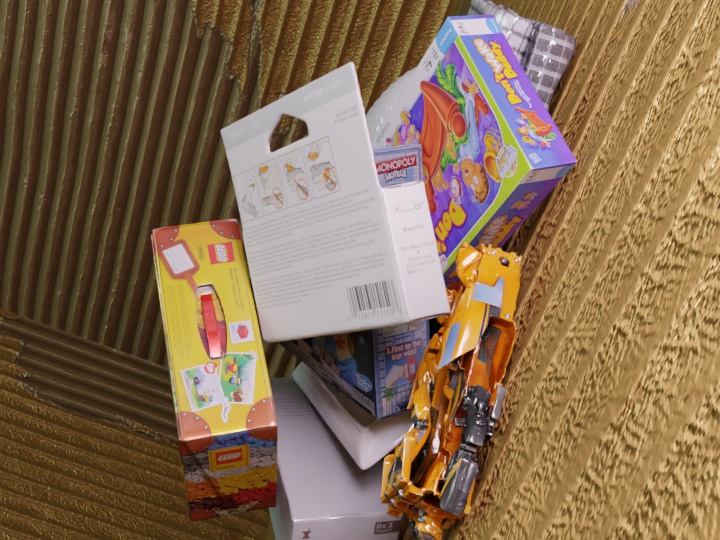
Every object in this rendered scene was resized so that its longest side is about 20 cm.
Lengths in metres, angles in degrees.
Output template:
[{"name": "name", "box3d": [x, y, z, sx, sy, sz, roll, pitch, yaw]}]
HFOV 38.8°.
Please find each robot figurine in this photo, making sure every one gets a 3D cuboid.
[{"name": "robot figurine", "box3d": [0.062, 0.090, 0.717, 0.145, 0.057, 0.203, 113, 176, -63]}]

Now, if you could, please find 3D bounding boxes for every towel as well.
[{"name": "towel", "box3d": [0.121, -0.149, 0.916, 0.200, 0.084, 0.168, -86, 14, -73]}]

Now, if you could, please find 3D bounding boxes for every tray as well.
[{"name": "tray", "box3d": [0.005, 0.093, 0.909, 0.107, 0.022, 0.200, -38, 27, -6]}]

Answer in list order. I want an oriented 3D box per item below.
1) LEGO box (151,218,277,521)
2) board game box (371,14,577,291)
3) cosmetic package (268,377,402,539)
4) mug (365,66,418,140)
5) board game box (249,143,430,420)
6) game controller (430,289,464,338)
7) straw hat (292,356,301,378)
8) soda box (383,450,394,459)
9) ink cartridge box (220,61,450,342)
[{"name": "LEGO box", "box3d": [-0.124, 0.084, 0.864, 0.150, 0.076, 0.202, 98, 161, -53]}, {"name": "board game box", "box3d": [0.069, -0.076, 0.790, 0.136, 0.044, 0.201, 65, 145, 23]}, {"name": "cosmetic package", "box3d": [-0.037, 0.182, 0.932, 0.201, 0.100, 0.075, -113, 27, -56]}, {"name": "mug", "box3d": [0.066, -0.126, 1.128, 0.176, 0.146, 0.202, -51, 13, 54]}, {"name": "board game box", "box3d": [-0.014, -0.017, 0.833, 0.199, 0.061, 0.203, 31, 123, 46]}, {"name": "game controller", "box3d": [0.054, -0.023, 0.929, 0.105, 0.041, 0.202, 95, 161, -59]}, {"name": "straw hat", "box3d": [0.002, 0.097, 1.147, 0.201, 0.084, 0.205, 13, -90, -70]}, {"name": "soda box", "box3d": [0.025, 0.142, 1.038, 0.201, 0.062, 0.072, 112, 175, -53]}, {"name": "ink cartridge box", "box3d": [-0.026, -0.042, 0.754, 0.199, 0.043, 0.177, -12, 89, 55]}]
